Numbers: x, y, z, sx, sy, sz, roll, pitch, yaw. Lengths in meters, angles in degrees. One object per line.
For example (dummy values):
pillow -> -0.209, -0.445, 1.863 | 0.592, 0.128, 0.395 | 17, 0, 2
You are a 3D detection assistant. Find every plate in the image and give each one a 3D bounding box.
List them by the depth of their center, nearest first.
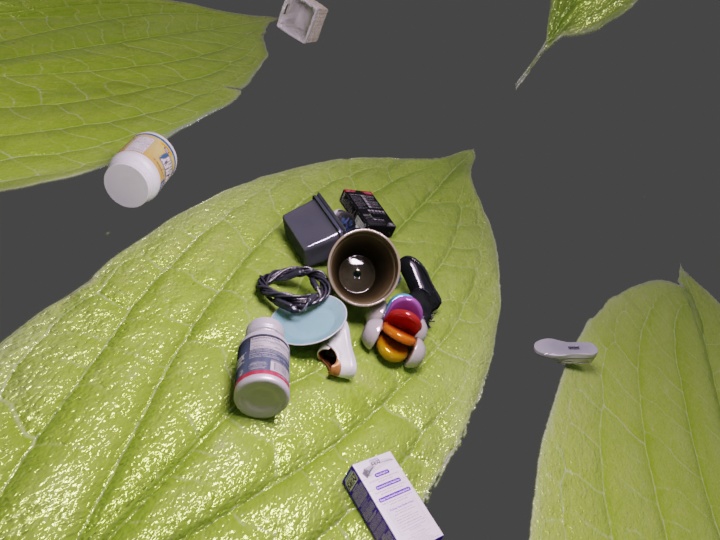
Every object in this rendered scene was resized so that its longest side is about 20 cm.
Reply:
plate -> -0.128, 0.126, 1.577 | 0.195, 0.026, 0.202 | -6, 33, 4

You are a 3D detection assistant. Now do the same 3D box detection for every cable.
cable -> -0.176, 0.034, 1.643 | 0.197, 0.052, 0.163 | 19, 42, 29

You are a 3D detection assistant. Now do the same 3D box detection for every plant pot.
plant pot -> 0.000, 0.000, 1.740 | 0.196, 0.204, 0.174 | 25, -8, -4

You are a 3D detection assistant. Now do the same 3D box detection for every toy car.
toy car -> 0.104, 0.140, 1.674 | 0.172, 0.152, 0.201 | 24, 32, -5

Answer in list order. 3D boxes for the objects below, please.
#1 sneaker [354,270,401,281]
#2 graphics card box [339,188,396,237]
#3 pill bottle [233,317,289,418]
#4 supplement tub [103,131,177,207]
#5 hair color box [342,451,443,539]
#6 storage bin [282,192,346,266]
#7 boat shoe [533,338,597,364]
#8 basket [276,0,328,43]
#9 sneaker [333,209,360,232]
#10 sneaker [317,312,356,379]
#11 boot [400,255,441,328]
sneaker -> 0.033, -0.003, 1.890 | 0.195, 0.072, 0.084 | 15, 40, -15
graphics card box -> 0.024, -0.195, 2.168 | 0.123, 0.051, 0.201 | 1, 41, -37
pill bottle -> -0.210, 0.203, 1.379 | 0.117, 0.121, 0.202 | 16, 34, -17
supplement tub -> -0.592, -0.271, 1.718 | 0.142, 0.146, 0.202 | 22, 33, -8
hair color box -> 0.061, 0.471, 1.268 | 0.108, 0.066, 0.201 | -5, 47, -40
storage bin -> -0.136, -0.104, 1.860 | 0.132, 0.147, 0.201 | -23, 53, -16
boat shoe -> 0.635, 0.260, 1.991 | 0.194, 0.067, 0.073 | 0, 40, -3
basket -> -0.299, -1.328, 3.346 | 0.198, 0.201, 0.160 | 35, 31, 12
sneaker -> -0.056, -0.134, 1.957 | 0.076, 0.077, 0.200 | 29, -10, 23
sneaker -> -0.071, 0.172, 1.568 | 0.083, 0.074, 0.202 | 10, 38, -30
boot -> 0.153, 0.066, 1.837 | 0.200, 0.073, 0.162 | 56, 33, -3
